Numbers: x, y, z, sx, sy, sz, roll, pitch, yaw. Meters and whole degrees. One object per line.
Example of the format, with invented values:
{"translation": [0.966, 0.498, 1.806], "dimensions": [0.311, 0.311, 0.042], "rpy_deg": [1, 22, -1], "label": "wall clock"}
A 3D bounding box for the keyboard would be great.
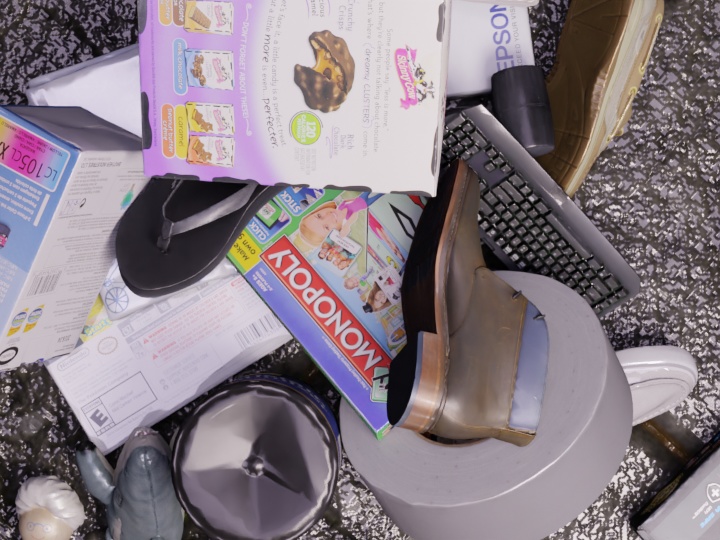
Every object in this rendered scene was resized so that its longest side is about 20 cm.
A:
{"translation": [0.100, -0.025, 1.287], "dimensions": [0.127, 0.021, 0.200], "rpy_deg": [-33, 111, 33], "label": "keyboard"}

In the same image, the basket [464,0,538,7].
{"translation": [0.046, -0.304, 1.221], "dimensions": [0.199, 0.161, 0.199], "rpy_deg": [8, 87, 2], "label": "basket"}

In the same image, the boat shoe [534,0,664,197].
{"translation": [0.170, -0.124, 1.295], "dimensions": [0.074, 0.066, 0.201], "rpy_deg": [39, 114, 39], "label": "boat shoe"}

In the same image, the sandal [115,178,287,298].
{"translation": [-0.095, -0.064, 1.226], "dimensions": [0.200, 0.043, 0.076], "rpy_deg": [-42, 69, -8], "label": "sandal"}

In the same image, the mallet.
{"translation": [0.049, -0.088, 1.294], "dimensions": [0.199, 0.041, 0.066], "rpy_deg": [-21, 79, 18], "label": "mallet"}

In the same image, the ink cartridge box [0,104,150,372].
{"translation": [-0.230, -0.009, 1.211], "dimensions": [0.076, 0.136, 0.201], "rpy_deg": [27, 101, 14], "label": "ink cartridge box"}

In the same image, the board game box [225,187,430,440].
{"translation": [0.000, 0.000, 1.237], "dimensions": [0.134, 0.029, 0.200], "rpy_deg": [-39, 75, -8], "label": "board game box"}

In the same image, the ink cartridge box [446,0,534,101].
{"translation": [0.021, -0.221, 1.317], "dimensions": [0.199, 0.043, 0.197], "rpy_deg": [-9, 90, -1], "label": "ink cartridge box"}

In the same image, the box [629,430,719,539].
{"translation": [0.325, 0.177, 1.305], "dimensions": [0.200, 0.046, 0.159], "rpy_deg": [-44, 89, -1], "label": "box"}

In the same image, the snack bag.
{"translation": [-0.122, -0.083, 1.283], "dimensions": [0.199, 0.021, 0.189], "rpy_deg": [-20, 88, -1], "label": "snack bag"}

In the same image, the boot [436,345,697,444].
{"translation": [0.159, 0.127, 1.276], "dimensions": [0.199, 0.074, 0.096], "rpy_deg": [-20, 47, 7], "label": "boot"}

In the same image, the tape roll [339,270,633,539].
{"translation": [0.088, 0.097, 1.239], "dimensions": [0.200, 0.201, 0.066], "rpy_deg": [-31, 133, 0], "label": "tape roll"}

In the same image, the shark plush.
{"translation": [-0.160, 0.201, 1.278], "dimensions": [0.090, 0.083, 0.201], "rpy_deg": [0, 112, -22], "label": "shark plush"}

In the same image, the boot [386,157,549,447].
{"translation": [0.080, 0.025, 1.185], "dimensions": [0.097, 0.075, 0.201], "rpy_deg": [18, 64, -14], "label": "boot"}

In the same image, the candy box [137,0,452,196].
{"translation": [-0.042, -0.143, 1.150], "dimensions": [0.199, 0.072, 0.169], "rpy_deg": [5, 119, 4], "label": "candy box"}

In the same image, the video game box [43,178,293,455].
{"translation": [-0.156, 0.010, 1.312], "dimensions": [0.199, 0.047, 0.183], "rpy_deg": [-31, 91, 0], "label": "video game box"}

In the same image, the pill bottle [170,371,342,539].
{"translation": [-0.068, 0.128, 1.233], "dimensions": [0.111, 0.200, 0.113], "rpy_deg": [0, 89, 0], "label": "pill bottle"}

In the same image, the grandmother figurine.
{"translation": [-0.235, 0.252, 1.305], "dimensions": [0.121, 0.061, 0.201], "rpy_deg": [3, 92, -8], "label": "grandmother figurine"}
